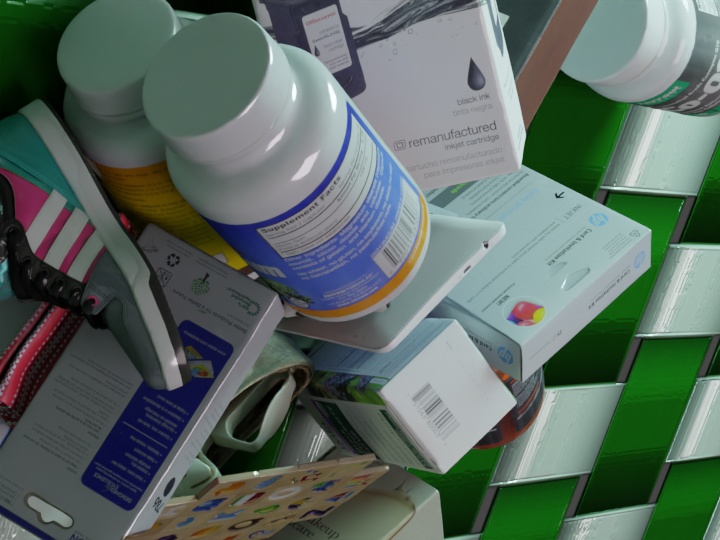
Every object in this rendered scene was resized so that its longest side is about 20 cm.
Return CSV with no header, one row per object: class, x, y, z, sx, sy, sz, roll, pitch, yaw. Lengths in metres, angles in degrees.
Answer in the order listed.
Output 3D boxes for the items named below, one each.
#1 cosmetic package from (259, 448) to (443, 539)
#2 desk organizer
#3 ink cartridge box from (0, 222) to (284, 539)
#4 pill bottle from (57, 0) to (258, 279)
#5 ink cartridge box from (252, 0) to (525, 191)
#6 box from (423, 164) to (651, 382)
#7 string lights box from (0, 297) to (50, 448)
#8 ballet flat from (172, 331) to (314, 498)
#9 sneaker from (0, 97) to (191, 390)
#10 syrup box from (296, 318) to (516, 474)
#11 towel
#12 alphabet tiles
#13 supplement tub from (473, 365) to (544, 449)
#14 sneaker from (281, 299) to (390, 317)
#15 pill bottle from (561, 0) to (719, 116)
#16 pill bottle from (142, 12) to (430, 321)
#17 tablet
cosmetic package,-0.037,0.231,1.697,0.200,0.103,0.074,-39,140,-32
desk organizer,0.115,-0.184,1.511,0.201,0.071,0.077,-60,159,-22
ink cartridge box,-0.138,0.079,1.306,0.201,0.099,0.039,-57,163,-15
pill bottle,-0.115,-0.082,1.358,0.109,0.109,0.200,-50,145,-16
ink cartridge box,0.014,-0.154,1.380,0.084,0.143,0.202,-71,148,-69
box,0.090,-0.017,1.601,0.156,0.199,0.041,-39,140,-31
string lights box,-0.194,0.084,1.417,0.103,0.059,0.200,-60,147,-4
ballet flat,-0.109,0.124,1.559,0.200,0.062,0.068,-50,147,-16
sneaker,-0.190,0.005,1.268,0.120,0.201,0.084,-29,159,-12
syrup box,0.025,0.087,1.582,0.081,0.200,0.079,-42,104,-18
towel,-0.153,0.071,1.390,0.145,0.022,0.200,-54,145,-16
alphabet tiles,-0.084,0.171,1.560,0.199,0.006,0.166,-6,158,-35
supplement tub,0.087,0.060,1.705,0.107,0.107,0.200,-51,158,-15
sneaker,-0.032,-0.032,1.476,0.079,0.200,0.074,-12,116,-1
pill bottle,0.238,-0.188,1.756,0.199,0.113,0.114,3,111,-54
pill bottle,-0.045,-0.061,1.268,0.112,0.112,0.200,-55,142,-10
tablet,0.000,0.000,1.504,0.130,0.199,0.014,-44,119,-23
